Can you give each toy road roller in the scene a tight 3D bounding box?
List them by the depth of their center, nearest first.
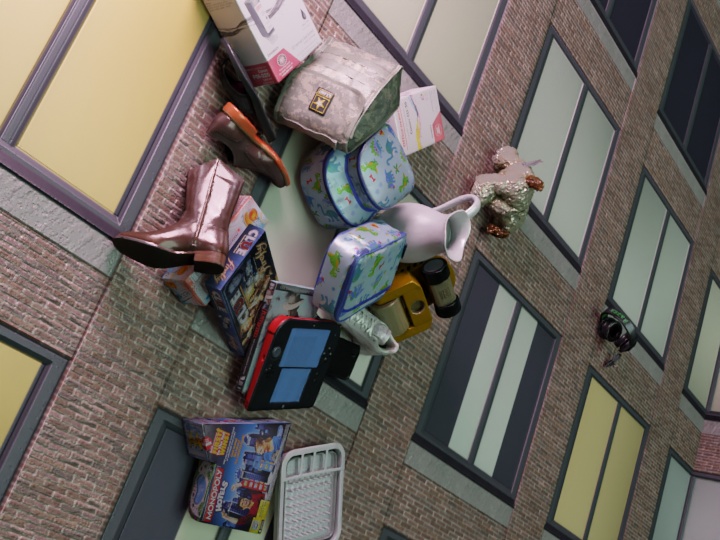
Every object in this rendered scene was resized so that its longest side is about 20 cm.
[{"bbox_3d":[0.105,0.042,1.894,0.198,0.146,0.124,-25,121,-5],"label":"toy road roller"}]

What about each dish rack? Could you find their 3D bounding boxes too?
[{"bbox_3d":[-0.103,0.430,1.717,0.171,0.043,0.203,2,90,-49],"label":"dish rack"}]

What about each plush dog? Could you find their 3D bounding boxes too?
[{"bbox_3d":[0.358,-0.169,2.146,0.200,0.159,0.173,-51,150,-34],"label":"plush dog"}]

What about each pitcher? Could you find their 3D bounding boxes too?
[{"bbox_3d":[0.137,-0.092,1.842,0.172,0.198,0.122,-51,127,-33],"label":"pitcher"}]

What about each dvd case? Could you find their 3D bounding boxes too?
[{"bbox_3d":[-0.143,0.122,1.622,0.145,0.022,0.202,14,94,-57],"label":"dvd case"}]

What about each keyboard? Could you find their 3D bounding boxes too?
[{"bbox_3d":[-0.081,0.137,1.741,0.199,0.039,0.105,27,87,-41],"label":"keyboard"}]

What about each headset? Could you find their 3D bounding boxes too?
[{"bbox_3d":[0.728,0.196,2.594,0.094,0.123,0.201,-34,138,-14],"label":"headset"}]

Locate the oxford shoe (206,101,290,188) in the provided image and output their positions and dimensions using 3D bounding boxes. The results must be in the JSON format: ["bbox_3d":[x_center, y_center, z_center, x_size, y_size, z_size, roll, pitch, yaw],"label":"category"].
[{"bbox_3d":[-0.195,-0.203,1.581,0.073,0.071,0.200,-44,131,-3],"label":"oxford shoe"}]

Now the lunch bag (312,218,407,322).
[{"bbox_3d":[0.000,0.000,1.675,0.199,0.082,0.162,-26,142,-56],"label":"lunch bag"}]

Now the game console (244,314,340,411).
[{"bbox_3d":[-0.118,0.170,1.639,0.199,0.031,0.179,11,98,-56],"label":"game console"}]

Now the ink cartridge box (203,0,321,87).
[{"bbox_3d":[-0.172,-0.442,1.566,0.146,0.084,0.201,-51,125,-34],"label":"ink cartridge box"}]

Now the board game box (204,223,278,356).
[{"bbox_3d":[-0.193,0.037,1.540,0.136,0.034,0.201,-57,156,-29],"label":"board game box"}]

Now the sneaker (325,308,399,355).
[{"bbox_3d":[0.007,0.098,1.782,0.200,0.099,0.075,48,60,-36],"label":"sneaker"}]

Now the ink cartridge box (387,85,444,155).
[{"bbox_3d":[0.085,-0.301,1.872,0.199,0.067,0.118,-29,113,-44],"label":"ink cartridge box"}]

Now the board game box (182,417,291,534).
[{"bbox_3d":[-0.230,0.332,1.556,0.199,0.061,0.202,29,71,-44],"label":"board game box"}]

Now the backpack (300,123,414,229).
[{"bbox_3d":[-0.007,-0.181,1.719,0.200,0.146,0.184,-44,120,-33],"label":"backpack"}]

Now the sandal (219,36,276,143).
[{"bbox_3d":[-0.202,-0.300,1.554,0.048,0.076,0.202,-25,124,-1],"label":"sandal"}]

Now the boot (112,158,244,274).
[{"bbox_3d":[-0.289,-0.100,1.464,0.184,0.064,0.202,13,59,-14],"label":"boot"}]

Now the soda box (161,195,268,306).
[{"bbox_3d":[-0.241,-0.035,1.519,0.201,0.068,0.064,-56,131,-30],"label":"soda box"}]

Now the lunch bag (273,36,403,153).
[{"bbox_3d":[-0.042,-0.311,1.644,0.200,0.163,0.118,-51,158,-33],"label":"lunch bag"}]
